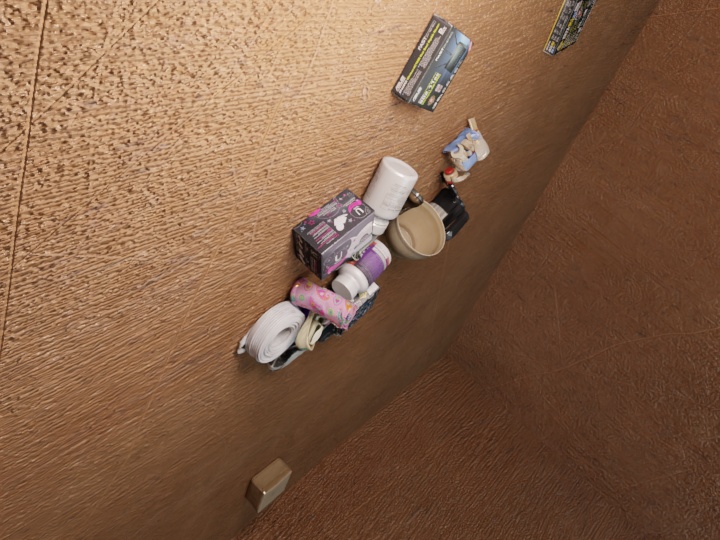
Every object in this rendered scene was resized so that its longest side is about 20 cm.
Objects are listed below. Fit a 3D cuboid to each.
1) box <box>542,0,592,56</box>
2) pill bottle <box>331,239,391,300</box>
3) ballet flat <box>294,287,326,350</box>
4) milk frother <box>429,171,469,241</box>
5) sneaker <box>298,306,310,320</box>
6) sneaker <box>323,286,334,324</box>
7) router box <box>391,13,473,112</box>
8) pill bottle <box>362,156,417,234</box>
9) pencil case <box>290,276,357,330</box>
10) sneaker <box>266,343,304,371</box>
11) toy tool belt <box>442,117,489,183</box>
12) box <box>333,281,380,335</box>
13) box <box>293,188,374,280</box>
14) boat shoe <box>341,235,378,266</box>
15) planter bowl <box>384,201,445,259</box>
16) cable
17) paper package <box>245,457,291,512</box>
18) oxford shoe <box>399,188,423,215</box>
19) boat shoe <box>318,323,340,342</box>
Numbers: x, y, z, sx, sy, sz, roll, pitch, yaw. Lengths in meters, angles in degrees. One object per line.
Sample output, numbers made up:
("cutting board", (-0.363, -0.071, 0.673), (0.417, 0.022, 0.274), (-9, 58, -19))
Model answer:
("box", (0.712, -0.846, 1.841), (0.159, 0.049, 0.201), (-34, 154, -30))
("pill bottle", (0.000, 0.000, 1.723), (0.200, 0.111, 0.112), (-47, 161, -31))
("ballet flat", (-0.128, 0.149, 1.643), (0.070, 0.069, 0.202), (64, 48, -67))
("milk frother", (0.267, -0.220, 1.930), (0.188, 0.180, 0.201), (-44, 116, -13))
("sneaker", (-0.153, 0.151, 1.718), (0.069, 0.099, 0.202), (-13, 135, -57))
("sneaker", (-0.096, 0.102, 1.789), (0.086, 0.080, 0.202), (0, 125, -57))
("router box", (0.179, -0.501, 1.340), (0.149, 0.062, 0.201), (-10, 136, -57))
("pill bottle", (0.070, -0.207, 1.544), (0.114, 0.114, 0.201), (-18, 143, -53))
("pencil case", (-0.107, 0.096, 1.585), (0.088, 0.198, 0.088), (-58, 167, -22))
("sneaker", (-0.234, 0.265, 1.819), (0.199, 0.074, 0.080), (-30, 167, -32))
("toy tool belt", (0.324, -0.393, 1.775), (0.200, 0.124, 0.124), (-46, 128, -18))
("box", (-0.015, 0.126, 1.828), (0.159, 0.046, 0.200), (-41, 168, -20))
("box", (-0.068, -0.095, 1.458), (0.199, 0.115, 0.133), (-39, 156, -24))
("boat shoe", (-0.023, -0.065, 1.658), (0.200, 0.071, 0.072), (-47, 159, -4))
("planter bowl", (0.163, -0.120, 1.810), (0.199, 0.202, 0.134), (-30, 179, -40))
("cable", (-0.251, 0.182, 1.623), (0.201, 0.069, 0.199), (-55, 158, 12))
("paper package", (-0.442, 1.031, 2.628), (0.190, 0.103, 0.202), (-28, 150, -43))
("oxford shoe", (0.129, -0.197, 1.626), (0.085, 0.073, 0.200), (-49, -170, -11))
("boat shoe", (-0.081, 0.200, 1.980), (0.200, 0.062, 0.075), (-45, 170, 15))
